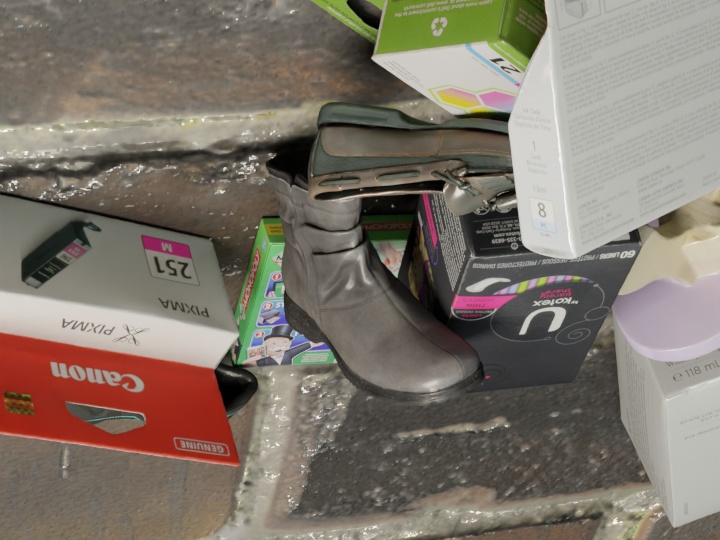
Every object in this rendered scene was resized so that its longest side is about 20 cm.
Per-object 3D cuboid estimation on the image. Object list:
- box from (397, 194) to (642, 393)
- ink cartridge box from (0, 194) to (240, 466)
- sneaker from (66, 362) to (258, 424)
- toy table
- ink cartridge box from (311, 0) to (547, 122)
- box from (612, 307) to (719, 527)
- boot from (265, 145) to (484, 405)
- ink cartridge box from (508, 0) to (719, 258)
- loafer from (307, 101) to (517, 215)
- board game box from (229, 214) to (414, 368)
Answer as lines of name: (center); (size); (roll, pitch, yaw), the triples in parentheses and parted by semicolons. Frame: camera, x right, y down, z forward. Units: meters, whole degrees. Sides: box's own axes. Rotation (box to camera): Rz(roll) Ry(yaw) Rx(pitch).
box: (0.103, -0.005, 1.223); (0.121, 0.107, 0.201); (-5, 150, -11)
ink cartridge box: (-0.172, 0.037, 1.174); (0.198, 0.175, 0.044); (12, 130, -34)
sneaker: (-0.160, 0.076, 1.295); (0.079, 0.076, 0.199); (-24, 154, 34)
toy table: (0.247, -0.043, 1.287); (0.201, 0.182, 0.117); (-62, 147, -15)
ink cartridge box: (0.059, -0.131, 1.087); (0.199, 0.077, 0.147); (-3, 158, 43)
box: (0.323, 0.083, 1.479); (0.197, 0.131, 0.201); (-19, 139, -3)
boot: (0.000, 0.000, 1.175); (0.069, 0.199, 0.133); (-27, 125, -32)
ink cartridge box: (0.148, -0.127, 0.998); (0.159, 0.047, 0.202); (-23, 113, -34)
loafer: (0.055, -0.058, 1.096); (0.198, 0.064, 0.072); (11, 168, 32)
board game box: (0.008, 0.015, 1.343); (0.198, 0.029, 0.135); (-2, 135, -22)
